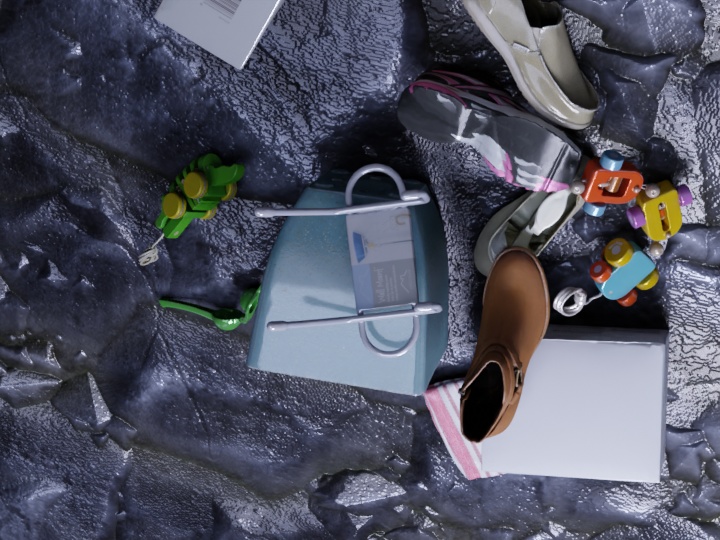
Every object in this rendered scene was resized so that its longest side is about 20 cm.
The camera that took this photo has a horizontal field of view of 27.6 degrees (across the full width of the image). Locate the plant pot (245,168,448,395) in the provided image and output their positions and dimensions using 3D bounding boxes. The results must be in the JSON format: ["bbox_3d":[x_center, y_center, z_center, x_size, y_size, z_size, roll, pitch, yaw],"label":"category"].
[{"bbox_3d":[0.000,0.000,1.601,0.195,0.196,0.201,9,106,10],"label":"plant pot"}]

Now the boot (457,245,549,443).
[{"bbox_3d":[0.142,0.078,1.526,0.076,0.155,0.201,16,99,13],"label":"boot"}]

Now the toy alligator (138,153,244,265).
[{"bbox_3d":[-0.205,-0.080,1.686,0.200,0.059,0.054,-39,65,34],"label":"toy alligator"}]

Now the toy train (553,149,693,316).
[{"bbox_3d":[0.265,-0.048,1.550,0.150,0.056,0.201,-4,128,-20],"label":"toy train"}]

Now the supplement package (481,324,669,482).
[{"bbox_3d":[0.242,0.145,1.645,0.199,0.111,0.157,2,96,15],"label":"supplement package"}]

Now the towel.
[{"bbox_3d":[0.189,0.175,1.770,0.199,0.030,0.147,-15,119,22],"label":"towel"}]

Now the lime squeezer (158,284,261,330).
[{"bbox_3d":[-0.149,0.030,1.763,0.199,0.038,0.071,-24,84,29],"label":"lime squeezer"}]

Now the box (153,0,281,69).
[{"bbox_3d":[-0.103,-0.305,1.404,0.097,0.200,0.125,30,126,-7],"label":"box"}]

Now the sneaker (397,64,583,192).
[{"bbox_3d":[0.143,-0.160,1.508,0.199,0.086,0.080,28,131,-3],"label":"sneaker"}]

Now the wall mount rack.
[{"bbox_3d":[-0.010,-0.009,1.475,0.173,0.075,0.201,-7,84,8],"label":"wall mount rack"}]

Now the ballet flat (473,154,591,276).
[{"bbox_3d":[0.183,-0.048,1.590,0.069,0.070,0.200,32,126,-8],"label":"ballet flat"}]

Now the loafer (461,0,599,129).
[{"bbox_3d":[0.180,-0.226,1.460,0.068,0.076,0.200,-30,112,37],"label":"loafer"}]
